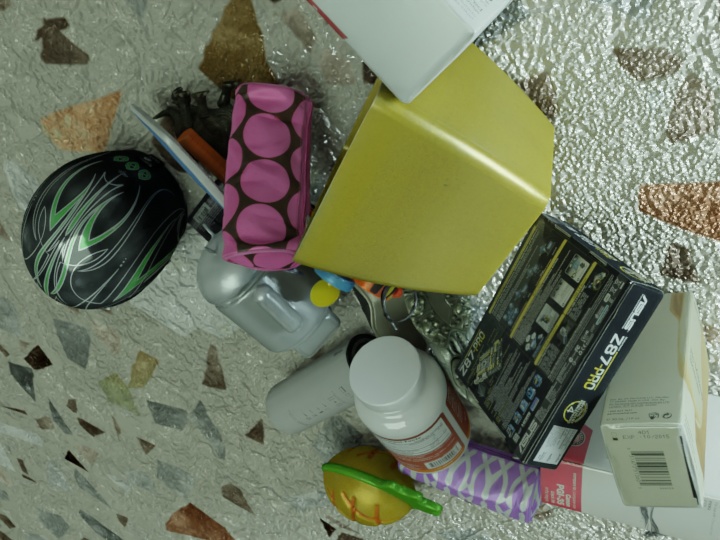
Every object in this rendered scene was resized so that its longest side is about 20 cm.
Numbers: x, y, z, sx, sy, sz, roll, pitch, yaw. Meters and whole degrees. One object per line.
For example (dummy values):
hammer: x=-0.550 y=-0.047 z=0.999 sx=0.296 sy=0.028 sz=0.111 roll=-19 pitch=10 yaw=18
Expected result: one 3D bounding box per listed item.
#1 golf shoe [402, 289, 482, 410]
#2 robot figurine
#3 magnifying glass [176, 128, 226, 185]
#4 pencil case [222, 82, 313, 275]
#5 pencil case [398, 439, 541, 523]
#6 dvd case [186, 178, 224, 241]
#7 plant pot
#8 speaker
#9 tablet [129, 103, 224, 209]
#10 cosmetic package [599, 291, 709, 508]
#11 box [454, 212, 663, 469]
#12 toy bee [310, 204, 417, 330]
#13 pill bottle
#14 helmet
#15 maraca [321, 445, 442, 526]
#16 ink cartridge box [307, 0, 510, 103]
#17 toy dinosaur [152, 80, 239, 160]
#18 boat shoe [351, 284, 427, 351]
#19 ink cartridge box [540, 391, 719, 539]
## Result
golf shoe: x=0.099 y=0.071 z=0.910 sx=0.201 sy=0.078 sz=0.097 roll=64 pitch=169 yaw=2
robot figurine: x=-0.115 y=0.020 z=0.932 sx=0.200 sy=0.113 sz=0.170 roll=43 pitch=178 yaw=-27
magnifying glass: x=-0.132 y=-0.089 z=0.900 sx=0.079 sy=0.022 sz=0.200 roll=-6 pitch=136 yaw=49
pencil case: x=-0.091 y=-0.099 z=0.804 sx=0.093 sy=0.091 sz=0.201 roll=-7 pitch=74 yaw=24
pencil case: x=0.148 y=0.258 z=1.010 sx=0.199 sy=0.084 sz=0.086 roll=14 pitch=117 yaw=22
dvd case: x=-0.120 y=-0.038 z=0.997 sx=0.200 sy=0.016 sz=0.149 roll=44 pitch=132 yaw=-5
plant pot: x=0.071 y=-0.094 z=0.731 sx=0.176 sy=0.200 sz=0.200 roll=26 pitch=132 yaw=-7
speaker: x=-0.047 y=0.159 z=1.055 sx=0.081 sy=0.081 sz=0.200 roll=47 pitch=133 yaw=-8
tablet: x=-0.201 y=-0.126 z=0.880 sx=0.130 sy=0.014 sz=0.200 roll=51 pitch=173 yaw=-32
cosmetic package: x=0.289 y=0.118 z=0.744 sx=0.071 sy=0.200 sz=0.106 roll=-8 pitch=120 yaw=31
box: x=0.182 y=0.065 z=0.756 sx=0.049 sy=0.161 sz=0.201 roll=15 pitch=109 yaw=-28
toy bee: x=0.000 y=0.000 z=0.839 sx=0.131 sy=0.109 sz=0.201 roll=-37 pitch=62 yaw=20
pill bottle: x=0.059 y=0.160 z=0.926 sx=0.112 sy=0.113 sz=0.200 roll=7 pitch=151 yaw=26
helmet: x=-0.335 y=-0.049 z=0.994 sx=0.199 sy=0.191 sz=0.201 roll=15 pitch=129 yaw=20
maraca: x=0.027 y=0.309 z=1.093 sx=0.199 sy=0.107 sz=0.137 roll=-2 pitch=151 yaw=48
ink cartridge box: x=0.046 y=-0.244 z=0.622 sx=0.147 sy=0.200 sz=0.083 roll=45 pitch=130 yaw=-7
toy dinosaur: x=-0.179 y=-0.162 z=0.900 sx=0.199 sy=0.077 sz=0.103 roll=0 pitch=116 yaw=27
boat shoe: x=0.022 y=0.020 z=0.939 sx=0.067 sy=0.057 sz=0.200 roll=-30 pitch=111 yaw=13
ink cartridge box: x=0.308 y=0.197 z=0.828 sx=0.199 sy=0.147 sz=0.083 roll=10 pitch=128 yaw=25
